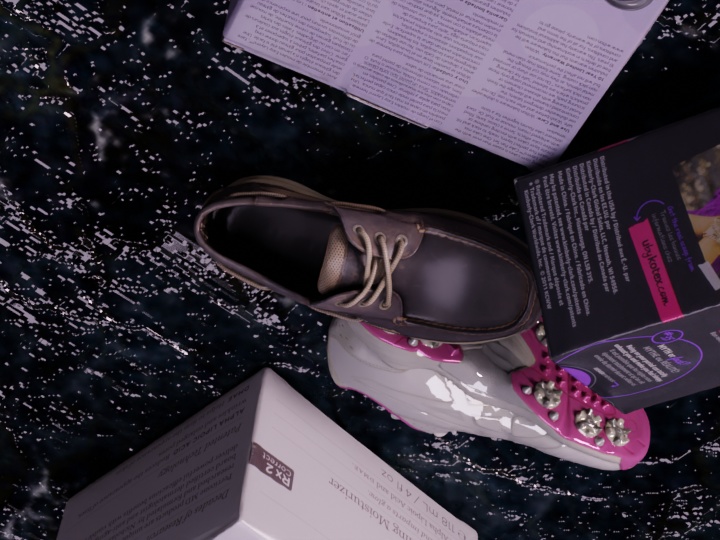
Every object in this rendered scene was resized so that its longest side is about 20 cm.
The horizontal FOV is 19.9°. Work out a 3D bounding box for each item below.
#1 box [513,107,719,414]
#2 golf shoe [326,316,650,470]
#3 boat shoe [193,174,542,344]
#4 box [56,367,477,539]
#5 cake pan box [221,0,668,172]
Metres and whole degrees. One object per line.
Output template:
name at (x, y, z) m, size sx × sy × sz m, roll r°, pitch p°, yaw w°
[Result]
box at (0.197, -0.014, 1.049) m, size 0.199 × 0.106 × 0.122 m, roll -18°, pitch 155°, yaw 21°
golf shoe at (0.071, 0.066, 1.192) m, size 0.200 × 0.075 × 0.092 m, roll 29°, pitch 137°, yaw -7°
boat shoe at (0.000, 0.000, 1.093) m, size 0.199 × 0.073 × 0.075 m, roll 11°, pitch 102°, yaw 20°
box at (-0.064, 0.200, 1.279) m, size 0.200 × 0.131 × 0.199 m, roll -34°, pitch 120°, yaw 31°
cake pan box at (0.049, -0.156, 1.007) m, size 0.199 × 0.052 × 0.184 m, roll 21°, pitch 128°, yaw -11°
